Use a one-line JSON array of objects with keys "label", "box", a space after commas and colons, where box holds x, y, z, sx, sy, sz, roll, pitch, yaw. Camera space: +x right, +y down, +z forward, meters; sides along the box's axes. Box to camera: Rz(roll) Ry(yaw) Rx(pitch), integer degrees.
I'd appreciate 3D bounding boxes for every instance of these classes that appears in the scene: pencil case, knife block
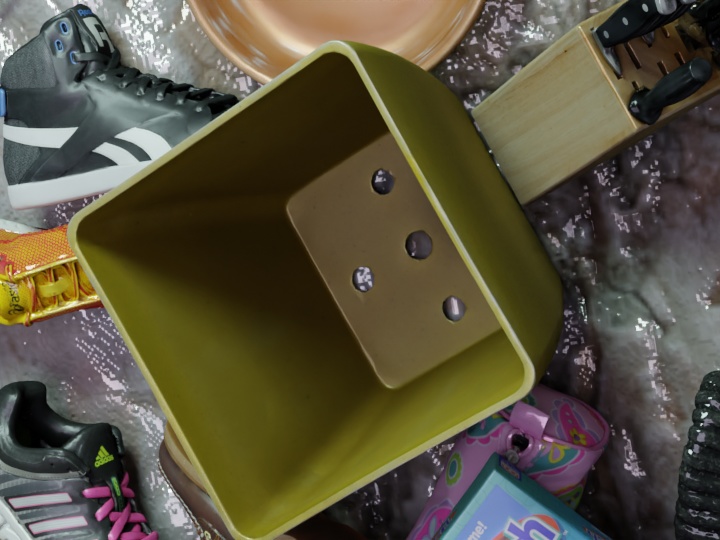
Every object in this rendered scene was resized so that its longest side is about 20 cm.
[{"label": "pencil case", "box": [0.068, 0.156, 1.312, 0.087, 0.087, 0.201, 29, 108, 14]}, {"label": "knife block", "box": [0.131, -0.099, 1.199, 0.199, 0.175, 0.064, -30, 87, 22]}]

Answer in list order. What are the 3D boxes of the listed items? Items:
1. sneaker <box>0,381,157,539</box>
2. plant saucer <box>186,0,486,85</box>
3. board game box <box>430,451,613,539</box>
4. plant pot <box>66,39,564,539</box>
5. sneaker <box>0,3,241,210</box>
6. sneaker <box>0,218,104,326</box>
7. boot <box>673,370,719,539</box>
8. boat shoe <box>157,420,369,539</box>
[{"label": "sneaker", "box": [-0.163, 0.140, 1.393, 0.200, 0.074, 0.088, 39, 116, 16]}, {"label": "plant saucer", "box": [-0.012, -0.196, 1.313, 0.198, 0.037, 0.202, 3, 98, 21]}, {"label": "board game box", "box": [0.107, 0.219, 1.246, 0.199, 0.045, 0.153, 36, 99, -1]}, {"label": "plant pot", "box": [0.000, 0.000, 1.259, 0.199, 0.176, 0.201, -31, 87, 27]}, {"label": "sneaker", "box": [-0.131, -0.105, 1.352, 0.198, 0.073, 0.113, -10, 96, 23]}, {"label": "sneaker", "box": [-0.174, 0.006, 1.378, 0.198, 0.077, 0.073, -9, 118, 25]}, {"label": "boot", "box": [0.245, 0.165, 1.246, 0.156, 0.079, 0.213, 5, 89, 13]}, {"label": "boat shoe", "box": [-0.057, 0.157, 1.340, 0.200, 0.070, 0.071, 39, 118, 41]}]
